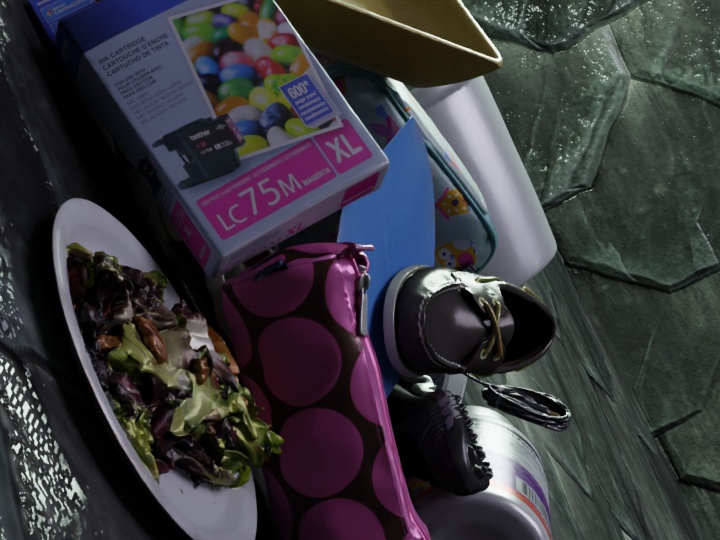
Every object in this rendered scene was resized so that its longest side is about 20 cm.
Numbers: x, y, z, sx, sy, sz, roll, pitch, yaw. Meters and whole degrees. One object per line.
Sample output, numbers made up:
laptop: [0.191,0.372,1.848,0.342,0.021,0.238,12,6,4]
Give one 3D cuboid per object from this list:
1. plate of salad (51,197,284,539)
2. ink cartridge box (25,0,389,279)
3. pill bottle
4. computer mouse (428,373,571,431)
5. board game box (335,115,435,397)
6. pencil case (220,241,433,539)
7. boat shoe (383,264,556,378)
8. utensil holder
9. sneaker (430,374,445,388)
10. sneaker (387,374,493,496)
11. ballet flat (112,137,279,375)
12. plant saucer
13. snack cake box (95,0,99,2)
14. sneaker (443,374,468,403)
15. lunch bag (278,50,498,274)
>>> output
plate of salad: [-0.093,0.050,0.959,0.201,0.048,0.200,61,12,-21]
ink cartridge box: [-0.088,-0.106,1.076,0.200,0.119,0.042,54,-24,14]
pill bottle: [0.077,0.167,1.329,0.112,0.111,0.200,62,11,-13]
computer mouse: [0.061,0.078,1.410,0.199,0.034,0.059,25,21,8]
board game box: [0.000,0.000,1.182,0.200,0.039,0.159,-53,143,-58]
pencil case: [-0.014,0.085,1.045,0.091,0.093,0.201,-25,102,-66]
boat shoe: [0.072,0.033,1.230,0.201,0.060,0.072,3,89,-68]
utensil holder: [0.065,-0.076,1.702,0.170,0.169,0.201,-78,144,-73]
sneaker: [0.008,0.015,1.481,0.201,0.070,0.082,67,-7,-23]
sneaker: [0.026,0.112,1.248,0.067,0.090,0.200,65,-5,-19]
ballet flat: [-0.085,-0.018,1.101,0.201,0.072,0.072,61,11,-13]
plant saucer: [-0.027,-0.191,1.242,0.199,0.049,0.200,17,26,-29]
snack cake box: [-0.127,-0.163,1.239,0.115,0.067,0.200,55,14,-34]
sneaker: [0.047,0.078,1.572,0.201,0.084,0.073,-80,-177,-45]
lunch bag: [-0.010,-0.045,1.295,0.200,0.160,0.077,52,10,-27]
